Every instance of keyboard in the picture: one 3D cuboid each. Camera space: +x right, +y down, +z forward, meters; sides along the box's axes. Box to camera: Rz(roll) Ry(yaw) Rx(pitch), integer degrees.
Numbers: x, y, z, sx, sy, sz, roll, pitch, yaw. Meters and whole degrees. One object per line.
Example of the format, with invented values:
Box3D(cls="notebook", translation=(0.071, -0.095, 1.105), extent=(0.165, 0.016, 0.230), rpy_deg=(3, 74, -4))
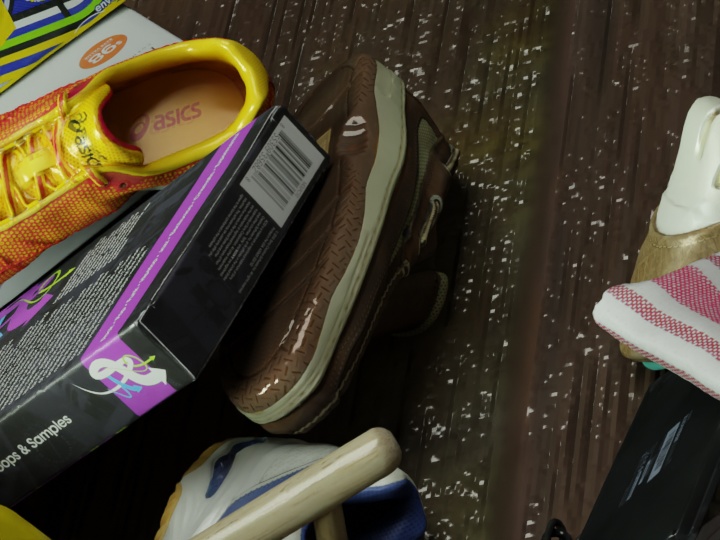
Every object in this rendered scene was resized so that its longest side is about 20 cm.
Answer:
Box3D(cls="keyboard", translation=(0.090, 0.080, 0.953), extent=(0.127, 0.021, 0.200), rpy_deg=(-46, 4, 30))

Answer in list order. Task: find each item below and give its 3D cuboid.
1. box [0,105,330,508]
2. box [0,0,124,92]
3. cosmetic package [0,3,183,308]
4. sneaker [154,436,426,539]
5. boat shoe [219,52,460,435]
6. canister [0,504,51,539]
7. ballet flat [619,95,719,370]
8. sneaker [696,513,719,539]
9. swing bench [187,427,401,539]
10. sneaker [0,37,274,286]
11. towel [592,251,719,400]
Box3D(cls="box", translation=(-0.107, 0.031, 1.103), extent=(0.200, 0.036, 0.143), rpy_deg=(-33, 18, 38))
Box3D(cls="box", translation=(-0.201, -0.096, 1.271), extent=(0.200, 0.064, 0.070), rpy_deg=(-38, 26, -6))
Box3D(cls="cosmetic package", translation=(-0.167, -0.039, 1.267), extent=(0.200, 0.052, 0.151), rpy_deg=(-39, 30, -9))
Box3D(cls="sneaker", translation=(-0.044, 0.136, 0.996), extent=(0.088, 0.075, 0.201), rpy_deg=(0, 49, 33))
Box3D(cls="boat shoe", translation=(0.004, -0.003, 1.109), extent=(0.075, 0.075, 0.203), rpy_deg=(-36, 24, 35))
Box3D(cls="canister", translation=(-0.196, 0.147, 1.002), extent=(0.199, 0.087, 0.149), rpy_deg=(-5, 51, 51))
Box3D(cls="ballet flat", translation=(0.164, -0.047, 1.052), extent=(0.199, 0.073, 0.068), rpy_deg=(-34, 22, -1))
Box3D(cls="sneaker", translation=(0.165, 0.101, 0.891), extent=(0.112, 0.078, 0.200), rpy_deg=(5, 51, 38))
Box3D(cls="swing bench", translation=(-0.041, 0.182, 0.837), extent=(0.199, 0.130, 0.199), rpy_deg=(-20, 48, -10))
Box3D(cls="sneaker", translation=(-0.129, -0.044, 1.156), extent=(0.199, 0.077, 0.073), rpy_deg=(-29, 81, -7))
Box3D(cls="towel", translation=(0.193, 0.009, 0.942), extent=(0.199, 0.030, 0.146), rpy_deg=(-18, 29, -32))
